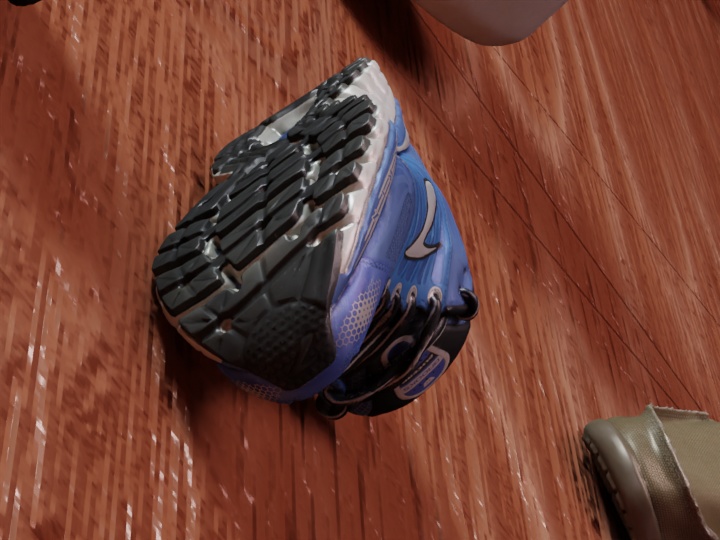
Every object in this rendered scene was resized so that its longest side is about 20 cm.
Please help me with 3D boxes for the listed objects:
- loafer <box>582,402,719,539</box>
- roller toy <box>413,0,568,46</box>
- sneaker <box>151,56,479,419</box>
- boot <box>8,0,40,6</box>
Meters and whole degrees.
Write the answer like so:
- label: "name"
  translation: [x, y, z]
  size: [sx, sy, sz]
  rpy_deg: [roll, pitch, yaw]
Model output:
- label: "loafer"
  translation: [0.151, 0.092, 1.152]
  size: [0.076, 0.067, 0.200]
  rpy_deg: [65, 15, 22]
- label: "roller toy"
  translation: [0.041, -0.198, 1.218]
  size: [0.183, 0.140, 0.200]
  rpy_deg: [51, 15, 10]
- label: "sneaker"
  translation: [0.000, 0.000, 0.791]
  size: [0.089, 0.078, 0.200]
  rpy_deg: [54, 14, -9]
- label: "boot"
  translation: [-0.132, -0.148, 0.682]
  size: [0.201, 0.065, 0.165]
  rpy_deg: [59, 15, -21]
